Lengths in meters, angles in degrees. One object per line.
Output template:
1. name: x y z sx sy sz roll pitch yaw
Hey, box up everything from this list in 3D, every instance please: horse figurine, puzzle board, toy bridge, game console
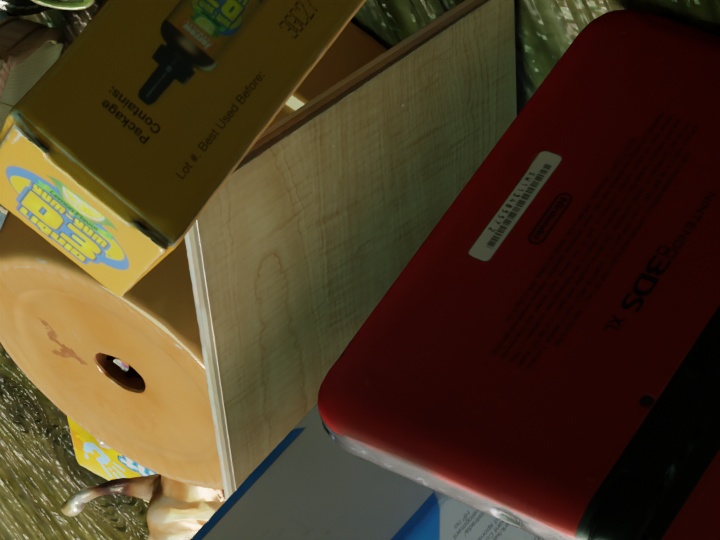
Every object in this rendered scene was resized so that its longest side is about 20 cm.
1. horse figurine: -0.062 0.145 1.292 0.200 0.050 0.132 49 135 -5
2. puzzle board: 0.000 0.000 1.039 0.017 0.151 0.200 38 151 31
3. toy bridge: -0.143 -0.070 1.156 0.027 0.067 0.200 16 170 5
4. game console: 0.111 0.036 0.926 0.172 0.200 0.119 22 148 27

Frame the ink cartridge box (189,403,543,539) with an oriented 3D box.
1. ink cartridge box: 0.034 0.140 1.069 0.084 0.146 0.200 21 148 42

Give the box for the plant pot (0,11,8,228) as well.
1. plant pot: -0.262 -0.071 1.227 0.195 0.196 0.200 27 139 18

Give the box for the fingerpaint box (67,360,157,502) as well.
1. fingerpaint box: -0.043 0.068 1.299 0.199 0.073 0.167 27 151 20

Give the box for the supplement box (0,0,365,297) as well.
1. supplement box: -0.039 -0.089 0.908 0.066 0.200 0.069 40 153 -6

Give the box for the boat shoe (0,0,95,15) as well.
1. boat shoe: -0.114 -0.137 1.057 0.072 0.061 0.202 15 159 -19

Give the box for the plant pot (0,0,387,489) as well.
1. plant pot: -0.060 -0.006 1.130 0.200 0.140 0.200 27 152 16
